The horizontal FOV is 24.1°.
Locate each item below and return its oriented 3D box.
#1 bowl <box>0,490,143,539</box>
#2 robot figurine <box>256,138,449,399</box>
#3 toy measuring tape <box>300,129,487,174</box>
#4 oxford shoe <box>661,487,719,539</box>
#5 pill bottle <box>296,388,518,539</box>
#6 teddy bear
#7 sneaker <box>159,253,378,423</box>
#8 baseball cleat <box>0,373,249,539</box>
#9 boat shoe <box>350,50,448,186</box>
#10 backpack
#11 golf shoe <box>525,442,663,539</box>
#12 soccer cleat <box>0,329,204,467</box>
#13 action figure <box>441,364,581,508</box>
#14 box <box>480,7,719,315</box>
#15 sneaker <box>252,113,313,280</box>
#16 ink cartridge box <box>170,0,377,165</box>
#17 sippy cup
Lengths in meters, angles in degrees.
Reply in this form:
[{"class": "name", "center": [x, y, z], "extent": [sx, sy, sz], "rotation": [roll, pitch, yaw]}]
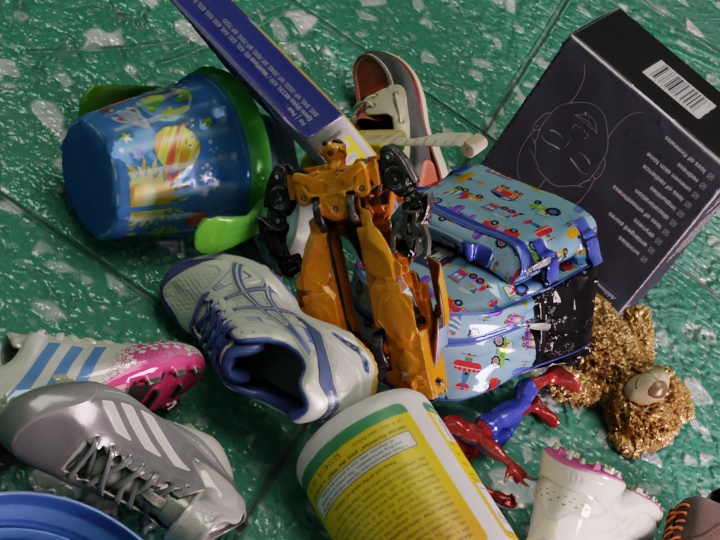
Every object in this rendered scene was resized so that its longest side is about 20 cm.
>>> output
[{"class": "bowl", "center": [-0.192, 0.225, 1.017], "extent": [0.200, 0.039, 0.201], "rotation": [22, 38, -18]}, {"class": "robot figurine", "center": [0.000, 0.000, 1.262], "extent": [0.058, 0.144, 0.201], "rotation": [-20, 101, -64]}, {"class": "toy measuring tape", "center": [0.028, -0.083, 1.452], "extent": [0.199, 0.074, 0.073], "rotation": [3, 5, 39]}, {"class": "oxford shoe", "center": [0.254, 0.223, 1.335], "extent": [0.200, 0.071, 0.073], "rotation": [-11, 71, -56]}, {"class": "pill bottle", "center": [0.047, 0.192, 1.181], "extent": [0.112, 0.113, 0.200], "rotation": [-6, 53, -42]}, {"class": "teddy bear", "center": [0.212, 0.068, 1.488], "extent": [0.144, 0.067, 0.200], "rotation": [3, 46, -33]}, {"class": "sneaker", "center": [-0.082, 0.046, 1.232], "extent": [0.199, 0.076, 0.088], "rotation": [27, 21, 29]}, {"class": "baseball cleat", "center": [-0.142, 0.131, 1.095], "extent": [0.200, 0.070, 0.107], "rotation": [20, 25, -47]}, {"class": "boat shoe", "center": [0.025, -0.130, 1.566], "extent": [0.062, 0.071, 0.201], "rotation": [5, 50, -30]}, {"class": "backpack", "center": [0.074, 0.016, 1.362], "extent": [0.200, 0.135, 0.182], "rotation": [-22, 39, -40]}, {"class": "golf shoe", "center": [0.174, 0.195, 1.296], "extent": [0.075, 0.092, 0.200], "rotation": [18, -9, 32]}, {"class": "soccer cleat", "center": [-0.196, 0.068, 1.164], "extent": [0.200, 0.070, 0.086], "rotation": [-15, 59, -46]}, {"class": "action figure", "center": [0.121, 0.142, 1.332], "extent": [0.099, 0.065, 0.200], "rotation": [42, 36, 25]}, {"class": "box", "center": [0.242, -0.102, 1.592], "extent": [0.200, 0.197, 0.124], "rotation": [43, 36, 11]}, {"class": "sneaker", "center": [-0.092, -0.066, 1.401], "extent": [0.082, 0.074, 0.200], "rotation": [14, 30, -25]}, {"class": "ink cartridge box", "center": [-0.070, -0.154, 1.351], "extent": [0.198, 0.047, 0.200], "rotation": [47, -2, 26]}, {"class": "sippy cup", "center": [-0.158, -0.083, 1.324], "extent": [0.130, 0.177, 0.140], "rotation": [-15, 99, -34]}]
